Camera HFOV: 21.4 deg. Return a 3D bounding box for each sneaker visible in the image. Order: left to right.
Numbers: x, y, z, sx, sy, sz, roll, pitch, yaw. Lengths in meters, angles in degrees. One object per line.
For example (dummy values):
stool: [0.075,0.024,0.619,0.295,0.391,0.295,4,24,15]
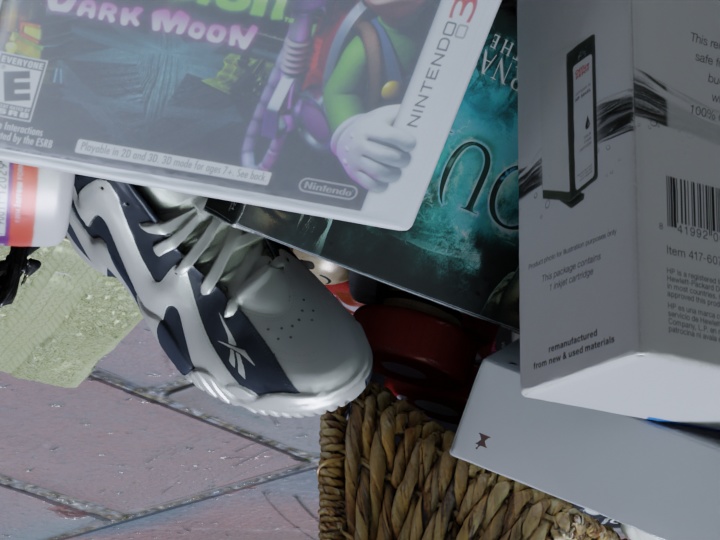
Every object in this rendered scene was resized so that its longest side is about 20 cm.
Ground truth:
sneaker: [-0.075,-0.024,0.887,0.079,0.199,0.130,-34,148,-19]

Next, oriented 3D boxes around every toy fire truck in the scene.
toy fire truck: [0.000,0.000,1.008,0.167,0.113,0.200,12,165,19]

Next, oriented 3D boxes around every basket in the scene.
basket: [0.036,0.157,0.962,0.149,0.143,0.200,30,177,22]

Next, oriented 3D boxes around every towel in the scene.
towel: [-0.192,0.015,1.093,0.148,0.037,0.200,11,152,-27]

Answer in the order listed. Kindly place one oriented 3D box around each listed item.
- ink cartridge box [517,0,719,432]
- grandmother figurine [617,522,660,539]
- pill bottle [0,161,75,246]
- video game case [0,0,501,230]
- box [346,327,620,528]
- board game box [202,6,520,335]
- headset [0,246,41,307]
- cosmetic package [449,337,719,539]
ink cartridge box: [0.145,-0.042,0.804,0.145,0.201,0.084,12,159,-30]
grandmother figurine: [0.154,0.051,1.010,0.060,0.201,0.121,7,154,-22]
pill bottle: [-0.223,-0.070,0.811,0.199,0.112,0.112,3,155,-12]
video game case: [-0.039,-0.111,0.728,0.199,0.023,0.183,9,117,-25]
box: [0.091,0.090,1.185,0.199,0.123,0.106,1,155,-7]
board game box: [0.035,-0.056,0.859,0.199,0.136,0.028,20,-175,-42]
headset: [-0.263,-0.022,0.960,0.199,0.094,0.124,16,143,8]
cosmetic package: [0.151,0.090,0.877,0.199,0.052,0.151,21,-172,10]
